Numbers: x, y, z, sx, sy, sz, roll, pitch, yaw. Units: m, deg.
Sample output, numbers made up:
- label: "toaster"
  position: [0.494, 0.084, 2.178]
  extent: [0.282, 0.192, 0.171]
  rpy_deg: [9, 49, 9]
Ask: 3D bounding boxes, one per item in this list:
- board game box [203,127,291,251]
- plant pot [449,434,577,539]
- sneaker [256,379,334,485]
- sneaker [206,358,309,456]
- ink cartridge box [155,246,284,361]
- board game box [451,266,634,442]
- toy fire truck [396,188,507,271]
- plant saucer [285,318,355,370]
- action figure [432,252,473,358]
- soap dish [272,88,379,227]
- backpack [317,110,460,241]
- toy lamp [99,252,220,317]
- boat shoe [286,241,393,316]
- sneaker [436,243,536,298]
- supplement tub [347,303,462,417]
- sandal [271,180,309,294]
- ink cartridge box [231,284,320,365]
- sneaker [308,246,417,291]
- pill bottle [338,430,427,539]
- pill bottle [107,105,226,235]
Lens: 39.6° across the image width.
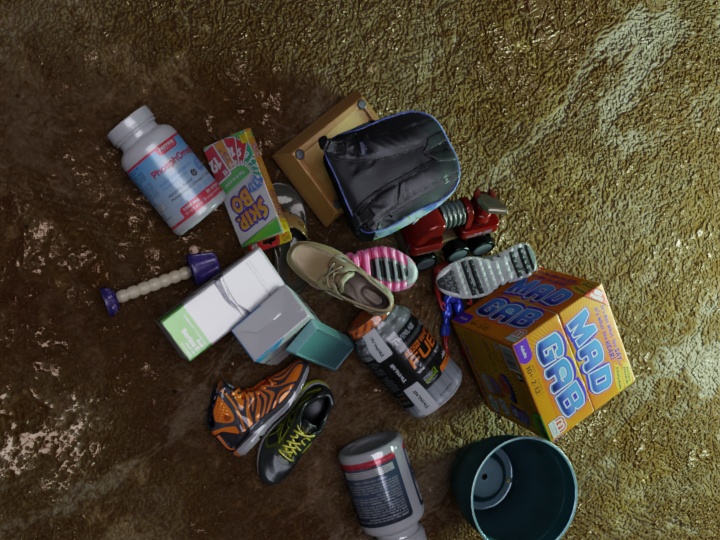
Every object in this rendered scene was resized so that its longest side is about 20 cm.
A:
- label: "board game box"
  position: [-0.191, -0.130, 1.695]
  extent: [0.030, 0.095, 0.202]
  rpy_deg: [-35, 105, -58]
- label: "plant pot"
  position: [0.252, 0.382, 1.771]
  extent: [0.198, 0.188, 0.202]
  rpy_deg: [0, 89, -16]
- label: "sneaker"
  position: [-0.113, 0.278, 1.716]
  extent: [0.074, 0.085, 0.201]
  rpy_deg: [32, 81, -13]
- label: "sneaker"
  position: [-0.182, 0.209, 1.700]
  extent: [0.112, 0.078, 0.200]
  rpy_deg: [43, 79, -13]
- label: "ink cartridge box"
  position: [-0.231, 0.056, 1.648]
  extent: [0.199, 0.145, 0.084]
  rpy_deg: [-37, 96, -13]
- label: "board game box"
  position: [0.319, 0.139, 1.760]
  extent: [0.199, 0.199, 0.201]
  rpy_deg: [-32, 112, -18]
- label: "toy fire truck"
  position: [0.167, -0.088, 1.722]
  extent: [0.174, 0.201, 0.130]
  rpy_deg: [-13, 62, -16]
- label: "plant saucer"
  position: [-0.062, 0.130, 1.682]
  extent: [0.019, 0.200, 0.070]
  rpy_deg: [41, 92, 22]
- label: "action figure"
  position: [0.168, 0.058, 1.821]
  extent: [0.065, 0.052, 0.202]
  rpy_deg: [-7, 89, -13]
- label: "soap dish"
  position: [-0.029, -0.199, 1.744]
  extent: [0.200, 0.081, 0.158]
  rpy_deg: [-40, 100, -14]
- label: "backpack"
  position: [0.053, -0.161, 1.642]
  extent: [0.198, 0.147, 0.185]
  rpy_deg: [-24, 85, -4]
- label: "toy lamp"
  position: [-0.331, 0.020, 1.668]
  extent: [0.198, 0.058, 0.059]
  rpy_deg: [-23, 96, -14]
- label: "boat shoe"
  position: [-0.032, 0.009, 1.659]
  extent: [0.199, 0.065, 0.072]
  rpy_deg: [27, 88, 0]
- label: "sneaker"
  position: [0.218, 0.007, 1.793]
  extent: [0.198, 0.081, 0.076]
  rpy_deg: [-13, 89, -25]
- label: "supplement tub"
  position: [0.075, 0.149, 1.753]
  extent: [0.123, 0.122, 0.200]
  rpy_deg: [-44, 101, -12]
- label: "sandal"
  position: [-0.126, -0.055, 1.729]
  extent: [0.081, 0.055, 0.202]
  rpy_deg: [-4, 91, -16]
- label: "ink cartridge box"
  position: [-0.134, 0.094, 1.658]
  extent: [0.116, 0.200, 0.067]
  rpy_deg: [-40, 82, -2]
- label: "sneaker"
  position: [0.000, 0.000, 1.741]
  extent: [0.198, 0.095, 0.080]
  rpy_deg: [3, 85, -3]
- label: "pill bottle"
  position: [0.045, 0.395, 1.745]
  extent: [0.119, 0.119, 0.202]
  rpy_deg: [-19, 95, -15]
- label: "pill bottle"
  position: [-0.321, -0.166, 1.643]
  extent: [0.109, 0.109, 0.201]
  rpy_deg: [-41, 101, -13]
